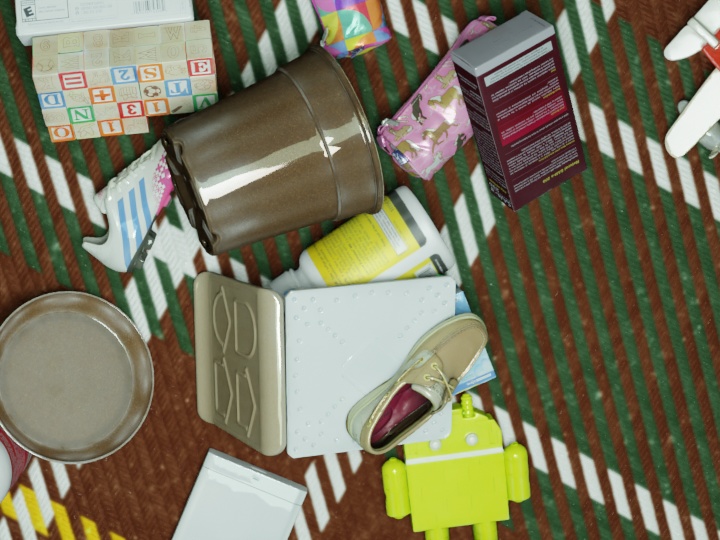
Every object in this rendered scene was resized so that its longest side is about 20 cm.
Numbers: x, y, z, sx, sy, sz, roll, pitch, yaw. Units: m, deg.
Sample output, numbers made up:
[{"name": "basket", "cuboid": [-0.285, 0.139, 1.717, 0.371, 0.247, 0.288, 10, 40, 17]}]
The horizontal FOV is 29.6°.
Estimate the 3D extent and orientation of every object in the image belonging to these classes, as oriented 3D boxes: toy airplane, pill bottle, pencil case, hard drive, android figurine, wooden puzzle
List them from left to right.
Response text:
[{"name": "pill bottle", "cuboid": [-0.443, 0.217, 1.544, 0.111, 0.200, 0.113, 0, 98, -3]}, {"name": "hard drive", "cuboid": [-0.163, 0.335, 1.667, 0.131, 0.027, 0.201, 23, 96, -6]}, {"name": "wooden puzzle", "cuboid": [-0.131, 0.102, 1.570, 0.046, 0.199, 0.187, -6, 99, -30]}, {"name": "pencil case", "cuboid": [-0.028, -0.339, 1.563, 0.088, 0.088, 0.202, -17, 96, -2]}, {"name": "pill bottle", "cuboid": [0.000, 0.000, 1.592, 0.199, 0.114, 0.115, -33, 98, 1]}, {"name": "pencil case", "cuboid": [0.107, -0.201, 1.591, 0.200, 0.086, 0.083, -49, 63, 3]}, {"name": "android figurine", "cuboid": [0.117, 0.249, 1.667, 0.180, 0.041, 0.202, -5, 101, -3]}, {"name": "toy airplane", "cuboid": [0.456, -0.231, 1.596, 0.199, 0.141, 0.201, -1, 87, 33]}]

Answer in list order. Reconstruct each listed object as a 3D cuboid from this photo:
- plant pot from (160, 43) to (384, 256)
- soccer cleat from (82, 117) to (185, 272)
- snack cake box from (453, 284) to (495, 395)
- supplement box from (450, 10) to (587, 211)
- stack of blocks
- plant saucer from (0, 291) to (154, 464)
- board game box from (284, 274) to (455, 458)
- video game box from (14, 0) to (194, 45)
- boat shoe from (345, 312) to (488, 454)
[{"name": "plant pot", "cuboid": [-0.104, -0.122, 1.506, 0.197, 0.200, 0.202, -22, 98, -14]}, {"name": "soccer cleat", "cuboid": [-0.258, -0.095, 1.583, 0.086, 0.070, 0.201, 25, 96, -10]}, {"name": "snack cake box", "cuboid": [0.048, 0.107, 1.631, 0.199, 0.067, 0.116, -23, 101, -1]}, {"name": "supplement box", "cuboid": [0.183, -0.180, 1.556, 0.108, 0.061, 0.201, -29, 127, -12]}, {"name": "stack of blocks", "cuboid": [-0.262, -0.213, 1.542, 0.198, 0.116, 0.059, -7, 57, -4]}, {"name": "plant saucer", "cuboid": [-0.340, 0.126, 1.589, 0.199, 0.032, 0.202, 8, 74, -27]}, {"name": "board game box", "cuboid": [0.009, 0.107, 1.553, 0.198, 0.026, 0.202, -5, 109, -16]}, {"name": "video game box", "cuboid": [-0.294, -0.356, 1.538, 0.198, 0.047, 0.184, -6, 83, -3]}, {"name": "boat shoe", "cuboid": [0.073, 0.133, 1.531, 0.200, 0.066, 0.074, -46, 115, 1]}]
